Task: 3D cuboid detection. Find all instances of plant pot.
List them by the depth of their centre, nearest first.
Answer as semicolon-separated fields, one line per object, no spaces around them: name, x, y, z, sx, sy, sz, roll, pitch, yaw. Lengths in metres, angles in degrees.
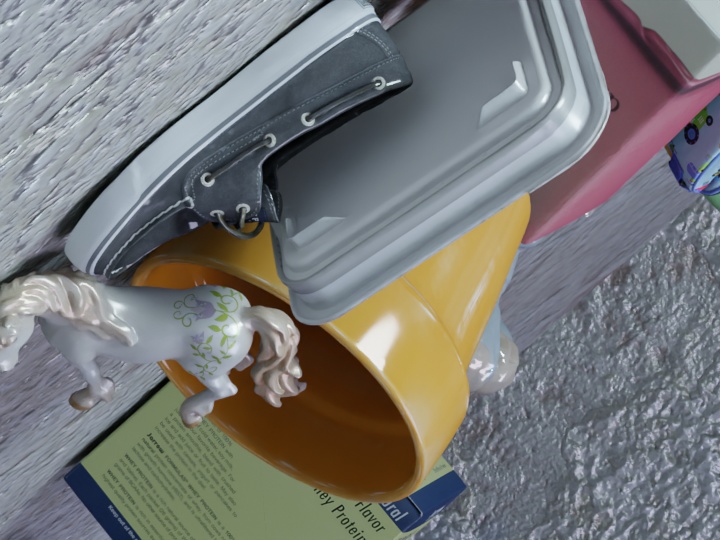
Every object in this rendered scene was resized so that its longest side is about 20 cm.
plant pot;0.000;0.000;1.522;0.183;0.200;0.200;-52;179;-28

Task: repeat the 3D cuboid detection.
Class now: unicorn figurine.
unicorn figurine;-0.128;0.036;1.401;0.200;0.074;0.137;-10;157;-10

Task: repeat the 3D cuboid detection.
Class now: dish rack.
dish rack;0.026;-0.078;1.355;0.200;0.044;0.172;-34;-144;19

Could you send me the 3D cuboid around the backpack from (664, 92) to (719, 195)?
backpack;0.243;-0.167;1.664;0.134;0.200;0.183;-4;152;-41

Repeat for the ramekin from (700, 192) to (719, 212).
ramekin;0.259;-0.133;1.872;0.098;0.200;0.200;-33;174;16

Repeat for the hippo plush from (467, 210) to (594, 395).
hippo plush;0.099;-0.013;1.922;0.161;0.159;0.200;-41;171;19

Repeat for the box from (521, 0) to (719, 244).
box;0.142;-0.131;1.573;0.109;0.128;0.200;-28;165;-50

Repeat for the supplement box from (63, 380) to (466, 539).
supplement box;-0.069;0.158;1.969;0.200;0.200;0.134;-42;172;15

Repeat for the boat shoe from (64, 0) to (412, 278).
boat shoe;-0.058;-0.053;1.331;0.200;0.066;0.070;-39;172;1
